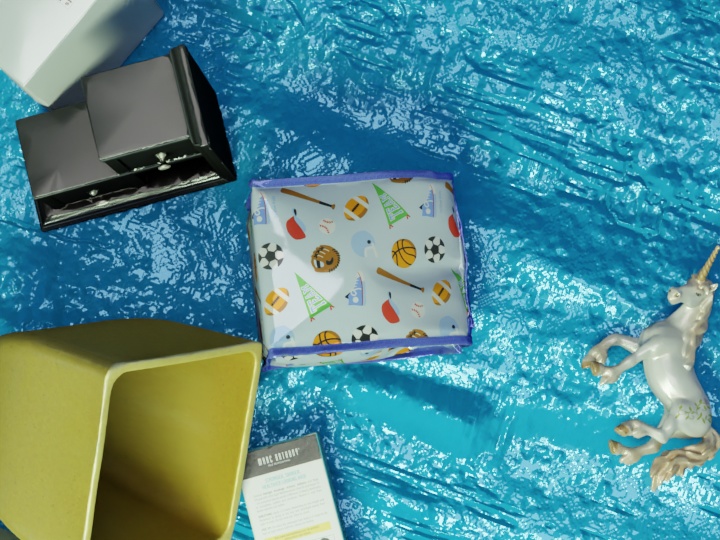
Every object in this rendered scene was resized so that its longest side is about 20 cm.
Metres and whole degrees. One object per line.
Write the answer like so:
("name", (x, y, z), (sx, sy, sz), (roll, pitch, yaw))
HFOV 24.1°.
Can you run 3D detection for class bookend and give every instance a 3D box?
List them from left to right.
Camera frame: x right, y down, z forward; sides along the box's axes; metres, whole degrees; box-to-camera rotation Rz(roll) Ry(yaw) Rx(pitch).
("bookend", (-0.227, -0.116, 1.536), (0.197, 0.200, 0.093), (-15, 83, 0))

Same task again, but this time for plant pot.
("plant pot", (-0.234, 0.138, 1.502), (0.199, 0.194, 0.197), (18, 105, 35))

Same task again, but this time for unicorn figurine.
("unicorn figurine", (0.281, 0.090, 1.562), (0.136, 0.074, 0.202), (-17, 98, -9))

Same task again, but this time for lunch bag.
("lunch bag", (0.000, 0.000, 1.550), (0.198, 0.124, 0.172), (-6, 82, -8))

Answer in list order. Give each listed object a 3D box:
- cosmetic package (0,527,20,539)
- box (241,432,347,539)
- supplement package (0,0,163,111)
("cosmetic package", (-0.309, 0.293, 1.548), (0.199, 0.104, 0.074), (26, 85, 4))
("box", (-0.052, 0.257, 1.565), (0.082, 0.049, 0.202), (-15, 84, 1))
("supplement package", (-0.316, -0.267, 1.559), (0.200, 0.191, 0.147), (40, 88, 6))
